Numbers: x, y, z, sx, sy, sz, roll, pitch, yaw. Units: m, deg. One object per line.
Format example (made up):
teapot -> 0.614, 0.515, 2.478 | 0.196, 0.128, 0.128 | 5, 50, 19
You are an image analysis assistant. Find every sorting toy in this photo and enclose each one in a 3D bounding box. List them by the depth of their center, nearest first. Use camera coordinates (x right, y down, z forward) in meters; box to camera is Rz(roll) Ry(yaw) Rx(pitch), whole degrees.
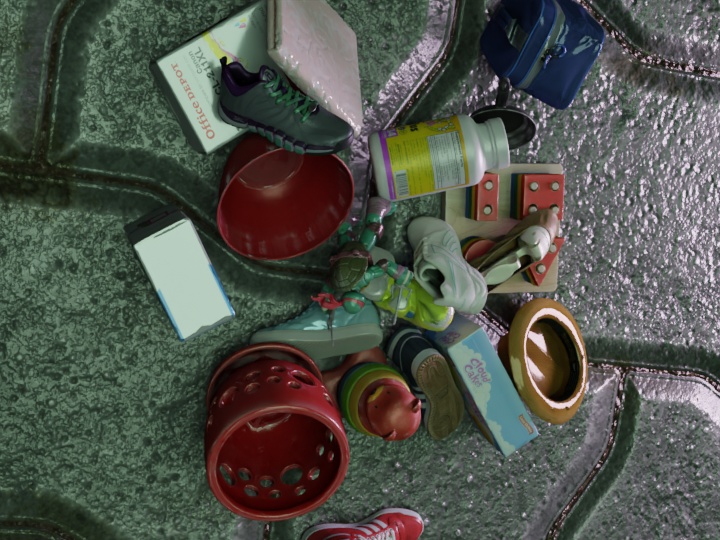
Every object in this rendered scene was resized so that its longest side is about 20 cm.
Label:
sorting toy -> 0.227, -0.062, 1.754 | 0.196, 0.069, 0.203 | -1, 98, -18

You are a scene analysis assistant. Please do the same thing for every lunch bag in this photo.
lunch bag -> 0.254, -0.333, 1.654 | 0.130, 0.201, 0.137 | 21, 113, -17

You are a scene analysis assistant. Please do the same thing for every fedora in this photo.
fedora -> 0.274, 0.143, 1.776 | 0.198, 0.081, 0.205 | 10, 75, -43

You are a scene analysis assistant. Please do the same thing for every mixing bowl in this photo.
mixing bowl -> -0.116, -0.124, 1.592 | 0.196, 0.109, 0.202 | -13, 136, -12

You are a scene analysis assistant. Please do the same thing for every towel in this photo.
towel -> -0.064, -0.305, 1.548 | 0.032, 0.194, 0.200 | -22, 142, 25

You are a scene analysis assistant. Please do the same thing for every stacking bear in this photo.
stacking bear -> 0.026, 0.190, 1.654 | 0.121, 0.200, 0.114 | -40, 108, -9

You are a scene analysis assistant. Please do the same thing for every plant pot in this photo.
plant pot -> -0.126, 0.220, 1.602 | 0.196, 0.183, 0.204 | -6, 119, -10

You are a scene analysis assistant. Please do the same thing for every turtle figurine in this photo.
turtle figurine -> 0.000, 0.000, 1.612 | 0.147, 0.101, 0.203 | -7, 60, 19

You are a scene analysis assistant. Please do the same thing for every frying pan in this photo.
frying pan -> 0.192, -0.231, 1.682 | 0.190, 0.113, 0.031 | 45, 41, -54

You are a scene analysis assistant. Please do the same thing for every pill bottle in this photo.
pill bottle -> 0.113, -0.167, 1.660 | 0.196, 0.104, 0.106 | -11, 102, 0

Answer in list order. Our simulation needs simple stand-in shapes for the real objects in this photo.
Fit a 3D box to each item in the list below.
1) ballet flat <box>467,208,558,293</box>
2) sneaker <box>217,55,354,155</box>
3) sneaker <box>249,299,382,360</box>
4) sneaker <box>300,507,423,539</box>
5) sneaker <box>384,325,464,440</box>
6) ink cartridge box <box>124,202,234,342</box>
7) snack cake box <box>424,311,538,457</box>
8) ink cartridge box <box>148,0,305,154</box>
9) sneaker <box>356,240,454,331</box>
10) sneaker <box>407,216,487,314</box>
ballet flat -> 0.226, -0.021, 1.685 | 0.198, 0.072, 0.069 | -32, 107, -11
sneaker -> -0.101, -0.214, 1.477 | 0.197, 0.075, 0.088 | 18, 137, 16
sneaker -> -0.068, 0.083, 1.690 | 0.196, 0.074, 0.083 | -4, 57, -7
sneaker -> 0.017, 0.419, 1.730 | 0.196, 0.112, 0.073 | -8, 101, -17
sneaker -> 0.097, 0.167, 1.752 | 0.069, 0.109, 0.202 | -31, 136, -14
ink cartridge box -> -0.248, -0.002, 1.539 | 0.084, 0.200, 0.146 | -26, 105, -8
snack cake box -> 0.185, 0.173, 1.748 | 0.067, 0.115, 0.202 | -31, 106, -6
ink cartridge box -> -0.173, -0.272, 1.585 | 0.198, 0.083, 0.147 | -33, 106, -11
sneaker -> 0.050, 0.033, 1.713 | 0.199, 0.105, 0.076 | 36, 80, 11
sneaker -> 0.110, -0.016, 1.657 | 0.079, 0.201, 0.071 | 6, 124, -32
